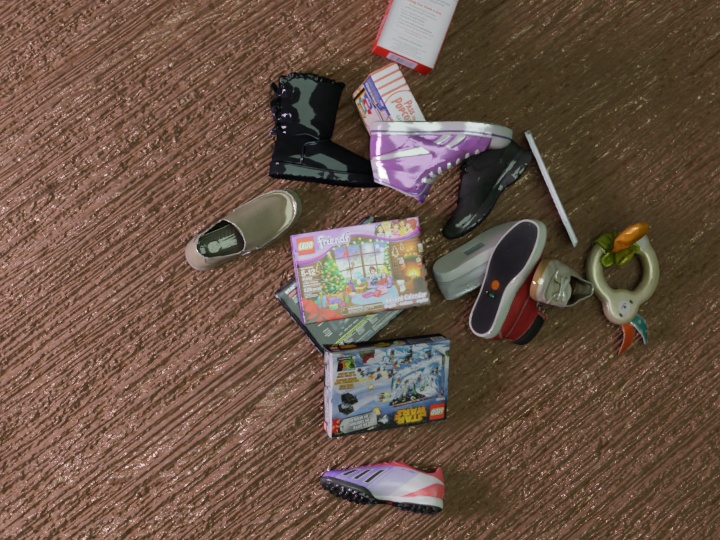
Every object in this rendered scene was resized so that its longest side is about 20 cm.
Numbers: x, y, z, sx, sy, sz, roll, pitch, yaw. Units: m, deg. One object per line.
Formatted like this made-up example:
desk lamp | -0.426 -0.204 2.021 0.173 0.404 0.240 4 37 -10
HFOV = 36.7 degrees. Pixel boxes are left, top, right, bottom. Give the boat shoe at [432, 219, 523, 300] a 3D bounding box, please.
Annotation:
boat shoe | 0.210 -0.015 1.737 0.199 0.072 0.069 -30 123 -19

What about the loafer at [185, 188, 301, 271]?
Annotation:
loafer | -0.177 -0.060 1.672 0.199 0.068 0.076 -32 94 -8

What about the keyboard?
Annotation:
keyboard | 0.309 -0.133 1.756 0.011 0.056 0.201 -23 94 12

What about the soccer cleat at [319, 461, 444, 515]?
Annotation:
soccer cleat | 0.036 0.332 1.713 0.199 0.068 0.074 11 64 -5

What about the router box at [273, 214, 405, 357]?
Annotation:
router box | -0.015 0.033 1.700 0.200 0.062 0.150 -39 96 -7

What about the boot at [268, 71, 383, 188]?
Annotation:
boot | -0.051 -0.217 1.695 0.197 0.073 0.164 7 85 -8

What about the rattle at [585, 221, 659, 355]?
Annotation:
rattle | 0.444 0.032 1.737 0.129 0.143 0.201 2 83 -27

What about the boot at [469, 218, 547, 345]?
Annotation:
boot | 0.263 0.021 1.713 0.144 0.072 0.201 13 104 -45

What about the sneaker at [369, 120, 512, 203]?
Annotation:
sneaker | 0.113 -0.152 1.521 0.199 0.073 0.115 -1 93 1

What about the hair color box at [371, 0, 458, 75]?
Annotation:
hair color box | 0.100 -0.425 1.721 0.101 0.061 0.201 21 88 -8

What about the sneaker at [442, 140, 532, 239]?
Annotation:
sneaker | 0.186 -0.135 1.735 0.091 0.076 0.200 39 75 0

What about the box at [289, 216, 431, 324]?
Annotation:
box | 0.000 0.000 1.650 0.199 0.039 0.138 -9 90 -8

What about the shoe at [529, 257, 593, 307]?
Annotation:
shoe | 0.314 0.021 1.686 0.053 0.200 0.070 16 94 26

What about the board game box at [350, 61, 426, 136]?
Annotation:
board game box | 0.050 -0.221 1.642 0.046 0.200 0.152 -28 94 -8

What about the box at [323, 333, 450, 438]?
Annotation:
box | 0.041 0.177 1.682 0.199 0.040 0.138 -5 106 -22
